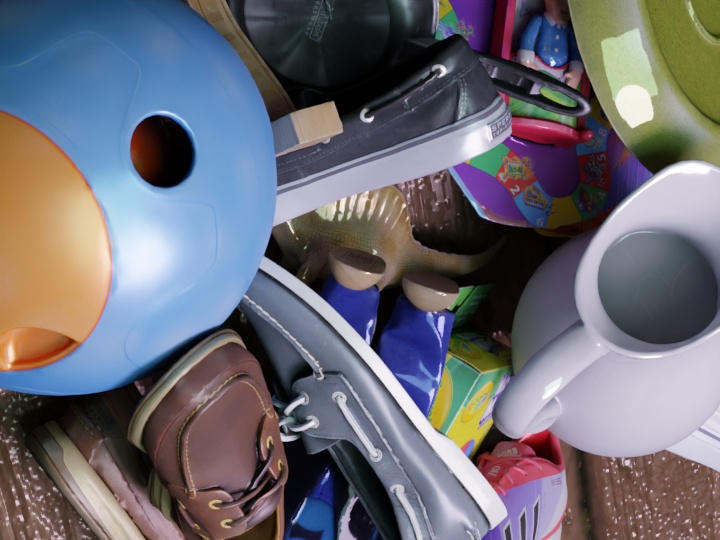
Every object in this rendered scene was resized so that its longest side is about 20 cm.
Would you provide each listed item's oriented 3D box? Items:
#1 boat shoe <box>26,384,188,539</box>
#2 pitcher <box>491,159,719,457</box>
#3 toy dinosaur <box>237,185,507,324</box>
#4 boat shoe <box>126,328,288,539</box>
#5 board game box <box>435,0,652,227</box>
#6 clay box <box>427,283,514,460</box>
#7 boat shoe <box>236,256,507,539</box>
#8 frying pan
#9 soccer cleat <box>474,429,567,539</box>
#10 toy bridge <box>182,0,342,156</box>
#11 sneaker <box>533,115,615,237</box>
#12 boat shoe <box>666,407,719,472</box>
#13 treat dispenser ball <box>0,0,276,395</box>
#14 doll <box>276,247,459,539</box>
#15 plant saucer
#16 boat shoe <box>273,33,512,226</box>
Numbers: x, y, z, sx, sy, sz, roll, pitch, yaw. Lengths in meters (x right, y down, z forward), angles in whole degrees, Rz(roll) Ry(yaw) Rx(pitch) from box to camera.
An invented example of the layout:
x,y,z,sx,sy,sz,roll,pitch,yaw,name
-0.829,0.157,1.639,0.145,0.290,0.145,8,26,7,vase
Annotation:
x,y,z,sx,sy,sz,roll,pitch,yaw,name
-0.096,0.138,1.510,0.068,0.072,0.200,-40,125,-7,boat shoe
0.126,0.042,1.483,0.172,0.121,0.200,-37,169,-15,pitcher
0.000,0.000,1.513,0.200,0.058,0.101,19,102,-36,toy dinosaur
-0.063,0.089,1.368,0.072,0.068,0.200,-41,162,-15,boat shoe
0.092,-0.122,1.456,0.158,0.039,0.200,-38,100,-21,board game box
0.028,0.103,1.551,0.200,0.048,0.115,-61,167,10,clay box
-0.011,0.070,1.404,0.062,0.073,0.200,-44,105,-8,boat shoe
0.009,-0.106,1.421,0.190,0.031,0.115,43,118,-7,frying pan
0.072,0.132,1.565,0.200,0.068,0.073,-21,121,-72,soccer cleat
-0.067,-0.150,1.363,0.027,0.067,0.200,-21,90,-29,toy bridge
0.109,-0.057,1.542,0.077,0.073,0.200,-43,124,13,sneaker
0.231,0.088,1.680,0.200,0.074,0.067,20,105,-35,boat shoe
-0.139,-0.042,1.320,0.201,0.201,0.201,-13,120,-24,treat dispenser ball
-0.016,0.091,1.475,0.136,0.048,0.200,17,102,0,doll
0.170,-0.142,1.479,0.200,0.031,0.200,21,63,-50,plant saucer
-0.023,-0.065,1.405,0.200,0.069,0.057,-17,108,21,boat shoe
